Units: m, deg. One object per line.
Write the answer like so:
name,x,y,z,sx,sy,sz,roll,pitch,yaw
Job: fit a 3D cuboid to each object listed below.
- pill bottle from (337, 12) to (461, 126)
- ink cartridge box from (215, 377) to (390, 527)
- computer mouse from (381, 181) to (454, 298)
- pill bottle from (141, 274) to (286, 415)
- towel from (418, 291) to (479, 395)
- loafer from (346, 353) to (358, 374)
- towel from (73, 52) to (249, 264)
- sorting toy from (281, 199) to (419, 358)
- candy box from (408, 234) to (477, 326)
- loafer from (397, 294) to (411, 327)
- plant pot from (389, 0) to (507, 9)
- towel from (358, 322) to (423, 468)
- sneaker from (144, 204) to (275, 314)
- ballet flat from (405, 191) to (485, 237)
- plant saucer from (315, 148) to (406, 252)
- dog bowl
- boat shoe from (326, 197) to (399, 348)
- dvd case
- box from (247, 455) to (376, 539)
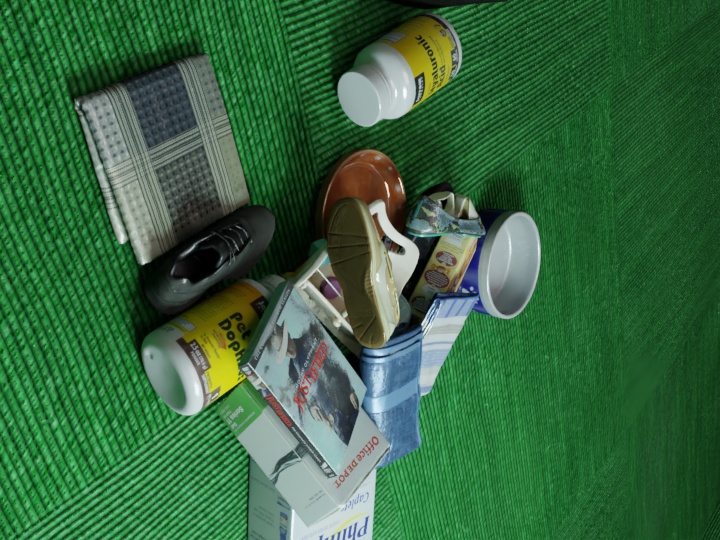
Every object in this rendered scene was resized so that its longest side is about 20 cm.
pill bottle,0.057,-0.294,1.128,0.199,0.109,0.114,-41,127,-35
ink cartridge box,-0.073,0.211,1.015,0.201,0.083,0.146,50,38,4
computer mouse,0.073,-0.062,1.204,0.140,0.045,0.204,23,92,-57
pill bottle,-0.167,0.084,0.953,0.199,0.107,0.112,-34,123,-40
towel,0.117,0.125,1.240,0.145,0.024,0.204,1,120,-55
loafer,-0.025,0.198,1.178,0.198,0.072,0.074,-33,127,-39
towel,-0.227,-0.134,0.900,0.192,0.034,0.205,-37,123,-42
sorting toy,0.000,0.000,1.088,0.180,0.106,0.201,-47,127,-8
candy box,0.140,0.013,1.305,0.203,0.054,0.116,-61,164,-19
loafer,0.048,0.093,1.229,0.071,0.063,0.202,-36,135,-14
plant pot,0.086,-0.480,1.071,0.174,0.198,0.206,-14,110,-34
towel,0.043,0.182,1.090,0.110,0.048,0.206,-18,119,-40
sneaker,-0.169,-0.022,0.928,0.076,0.090,0.200,49,53,-4
ballet flat,0.143,-0.087,1.183,0.198,0.073,0.077,-5,102,-55
plant saucer,-0.001,-0.083,1.169,0.198,0.032,0.206,-16,111,-48
dog bowl,0.266,-0.014,1.461,0.197,0.077,0.206,-14,108,-47
boat shoe,0.008,-0.003,1.005,0.066,0.072,0.206,-33,119,-52
dvd case,-0.065,0.134,0.944,0.202,0.022,0.147,56,35,-26
box,-0.070,0.351,1.132,0.181,0.103,0.206,-9,106,-47
